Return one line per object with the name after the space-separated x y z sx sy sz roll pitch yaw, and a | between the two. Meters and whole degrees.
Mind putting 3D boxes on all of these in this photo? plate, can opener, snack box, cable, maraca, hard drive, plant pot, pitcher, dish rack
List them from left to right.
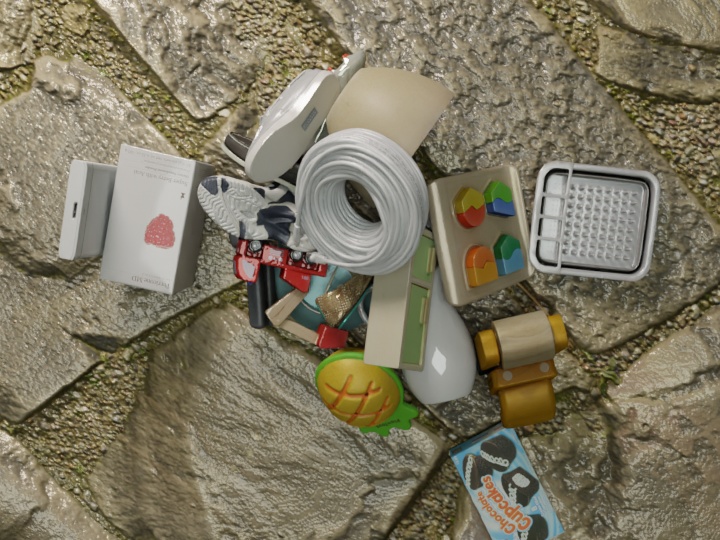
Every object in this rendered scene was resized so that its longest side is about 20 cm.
-0.386 -0.091 0.992 0.026 0.200 0.136 10 96 0 | hard drive
-0.176 -0.010 1.078 0.065 0.053 0.206 1 97 34 | can opener
-0.049 0.003 1.081 0.194 0.026 0.206 0 96 2 | plate
0.001 -0.089 0.898 0.196 0.069 0.204 21 128 22 | cable
0.010 0.199 1.052 0.135 0.108 0.201 -21 124 27 | maraca
0.027 -0.215 0.969 0.133 0.200 0.202 37 95 -4 | plant pot
0.090 0.106 1.045 0.167 0.121 0.206 -14 85 8 | pitcher
0.242 0.366 1.099 0.114 0.037 0.203 -28 94 4 | snack box
0.367 -0.077 1.054 0.194 0.044 0.177 6 94 1 | dish rack

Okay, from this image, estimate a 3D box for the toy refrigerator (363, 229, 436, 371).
0.063 0.040 0.968 0.069 0.075 0.206 2 80 35 | toy refrigerator

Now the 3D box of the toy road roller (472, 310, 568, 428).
0.246 0.156 1.003 0.120 0.200 0.150 -12 73 2 | toy road roller

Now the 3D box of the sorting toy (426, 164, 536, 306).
0.194 -0.059 1.014 0.197 0.036 0.190 -16 96 -36 | sorting toy

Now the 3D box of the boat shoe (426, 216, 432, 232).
0.117 -0.068 1.056 0.198 0.074 0.067 37 128 -10 | boat shoe

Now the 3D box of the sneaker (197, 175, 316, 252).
-0.154 -0.101 1.015 0.194 0.130 0.081 13 108 -18 | sneaker

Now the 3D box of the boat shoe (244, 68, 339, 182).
-0.111 -0.216 0.960 0.068 0.072 0.202 25 77 34 | boat shoe

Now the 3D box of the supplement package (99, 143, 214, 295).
-0.314 -0.079 1.031 0.118 0.120 0.206 11 96 -1 | supplement package

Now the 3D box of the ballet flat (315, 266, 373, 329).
0.000 0.000 1.019 0.065 0.071 0.201 41 57 -1 | ballet flat

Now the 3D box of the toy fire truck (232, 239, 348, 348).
-0.108 0.038 1.031 0.195 0.049 0.145 12 87 -15 | toy fire truck

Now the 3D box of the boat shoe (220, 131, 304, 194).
-0.118 -0.167 1.010 0.198 0.072 0.062 28 112 3 | boat shoe

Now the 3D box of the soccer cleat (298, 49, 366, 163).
-0.050 -0.253 1.041 0.077 0.069 0.201 41 102 -7 | soccer cleat
